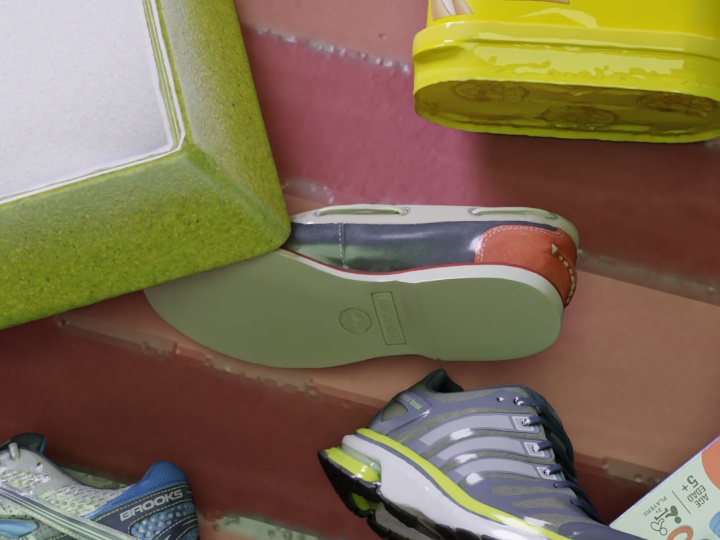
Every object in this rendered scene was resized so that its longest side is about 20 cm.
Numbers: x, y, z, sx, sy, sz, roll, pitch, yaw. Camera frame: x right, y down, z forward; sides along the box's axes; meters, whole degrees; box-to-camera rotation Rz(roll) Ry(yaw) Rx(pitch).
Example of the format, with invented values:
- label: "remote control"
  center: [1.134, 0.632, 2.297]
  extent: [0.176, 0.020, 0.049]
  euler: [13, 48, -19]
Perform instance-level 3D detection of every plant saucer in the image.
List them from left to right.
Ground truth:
- label: "plant saucer"
  center: [-0.149, -0.077, 0.933]
  extent: [0.199, 0.048, 0.201]
  euler: [-16, 59, 0]

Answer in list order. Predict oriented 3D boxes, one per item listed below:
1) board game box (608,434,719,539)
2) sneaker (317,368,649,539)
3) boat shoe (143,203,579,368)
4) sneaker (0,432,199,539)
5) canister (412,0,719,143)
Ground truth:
- label: "board game box"
  center: [0.154, 0.199, 0.892]
  extent: [0.200, 0.056, 0.196]
  euler: [-38, 79, -4]
- label: "sneaker"
  center: [0.067, 0.091, 0.873]
  extent: [0.200, 0.074, 0.081]
  euler: [23, 67, 45]
- label: "boat shoe"
  center: [0.000, 0.000, 0.935]
  extent: [0.199, 0.071, 0.063]
  euler: [1, 42, 17]
- label: "sneaker"
  center: [-0.166, 0.118, 0.926]
  extent: [0.199, 0.077, 0.086]
  euler: [1, 70, -4]
- label: "canister"
  center: [0.103, -0.168, 0.949]
  extent: [0.148, 0.087, 0.201]
  euler: [3, 78, 4]
